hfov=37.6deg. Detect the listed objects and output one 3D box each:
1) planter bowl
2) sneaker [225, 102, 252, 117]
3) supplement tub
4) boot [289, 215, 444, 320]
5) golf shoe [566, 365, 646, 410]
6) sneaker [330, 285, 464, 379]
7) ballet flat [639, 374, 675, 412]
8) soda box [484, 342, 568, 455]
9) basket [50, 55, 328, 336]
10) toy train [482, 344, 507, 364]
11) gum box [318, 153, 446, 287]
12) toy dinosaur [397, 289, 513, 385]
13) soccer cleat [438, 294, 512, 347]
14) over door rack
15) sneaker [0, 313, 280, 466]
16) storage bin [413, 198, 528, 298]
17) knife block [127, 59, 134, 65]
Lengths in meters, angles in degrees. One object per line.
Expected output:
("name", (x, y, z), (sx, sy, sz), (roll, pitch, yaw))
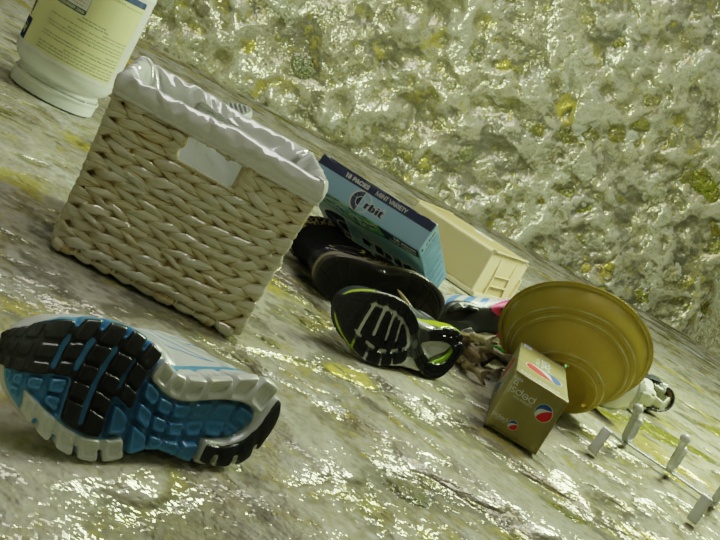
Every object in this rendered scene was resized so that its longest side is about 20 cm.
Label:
("planter bowl", (0.257, 0.116, 1.315), (0.199, 0.201, 0.084), (30, 46, 1))
("sneaker", (-0.241, -0.198, 1.617), (0.078, 0.080, 0.199), (28, 32, 30))
("supplement tub", (-0.382, -0.329, 1.456), (0.144, 0.201, 0.145), (29, 10, -5))
("boot", (0.000, 0.000, 1.323), (0.198, 0.074, 0.151), (17, 15, -33))
("golf shoe", (0.310, 0.139, 1.521), (0.199, 0.079, 0.097), (26, 3, 40))
("sneaker", (0.026, 0.061, 1.121), (0.081, 0.074, 0.199), (29, -1, 41))
("ballet flat", (0.450, 0.192, 1.691), (0.073, 0.074, 0.199), (37, 10, 39))
("soda box", (0.185, 0.137, 1.171), (0.064, 0.068, 0.200), (31, 9, 7))
("basket", (-0.152, -0.072, 0.953), (0.197, 0.162, 0.200), (28, 11, -12))
("toy train", (0.201, 0.105, 1.478), (0.199, 0.042, 0.056), (31, 20, 3))
("gum box", (0.025, -0.051, 1.350), (0.169, 0.045, 0.200), (34, -11, 16))
("toy dinosaur", (0.121, 0.095, 1.292), (0.101, 0.059, 0.199), (18, -10, 47))
("soccer cleat", (0.163, 0.062, 1.421), (0.198, 0.071, 0.086), (10, 6, -34))
("over door rack", (0.373, 0.228, 1.276), (0.147, 0.067, 0.199), (34, 10, 25))
("sneaker", (-0.138, 0.064, 0.616), (0.086, 0.076, 0.199), (28, -1, 37))
("storage bin", (0.194, -0.034, 2.001), (0.199, 0.094, 0.198), (35, 10, 27))
("knife block", (-0.450, -0.360, 1.824), (0.198, 0.064, 0.176), (28, 11, -14))
